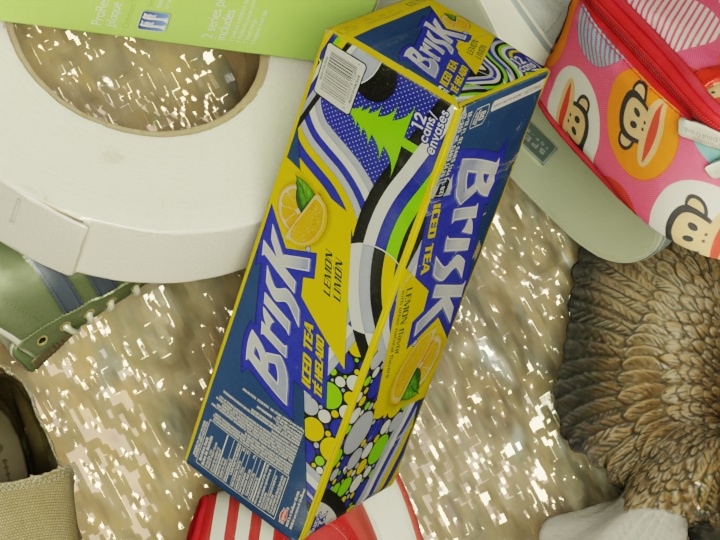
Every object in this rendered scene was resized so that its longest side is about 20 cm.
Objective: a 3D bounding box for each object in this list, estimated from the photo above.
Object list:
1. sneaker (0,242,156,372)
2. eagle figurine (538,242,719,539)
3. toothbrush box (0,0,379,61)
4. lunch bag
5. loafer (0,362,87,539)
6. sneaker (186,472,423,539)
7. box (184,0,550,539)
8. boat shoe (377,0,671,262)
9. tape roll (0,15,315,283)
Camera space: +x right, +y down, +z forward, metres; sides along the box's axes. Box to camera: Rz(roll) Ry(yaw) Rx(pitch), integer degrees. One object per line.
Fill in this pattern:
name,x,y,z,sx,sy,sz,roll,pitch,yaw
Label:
sneaker,-0.126,-0.005,1.063,0.199,0.067,0.090,-1,101,-23
eagle figurine,0.157,0.061,1.101,0.151,0.151,0.201,11,91,-4
toothbrush box,-0.091,-0.172,1.029,0.199,0.086,0.146,6,52,-17
lunch bag,0.185,-0.055,1.034,0.199,0.176,0.082,0,124,-28
loafer,-0.138,0.111,0.983,0.076,0.068,0.200,-7,43,-23
sneaker,-0.016,0.170,1.034,0.115,0.078,0.200,-9,53,-21
box,0.000,0.000,0.997,0.064,0.200,0.070,33,32,21
boat shoe,0.073,-0.093,1.127,0.201,0.070,0.071,48,47,3
tape roll,-0.092,-0.085,1.043,0.202,0.037,0.203,10,53,-13
